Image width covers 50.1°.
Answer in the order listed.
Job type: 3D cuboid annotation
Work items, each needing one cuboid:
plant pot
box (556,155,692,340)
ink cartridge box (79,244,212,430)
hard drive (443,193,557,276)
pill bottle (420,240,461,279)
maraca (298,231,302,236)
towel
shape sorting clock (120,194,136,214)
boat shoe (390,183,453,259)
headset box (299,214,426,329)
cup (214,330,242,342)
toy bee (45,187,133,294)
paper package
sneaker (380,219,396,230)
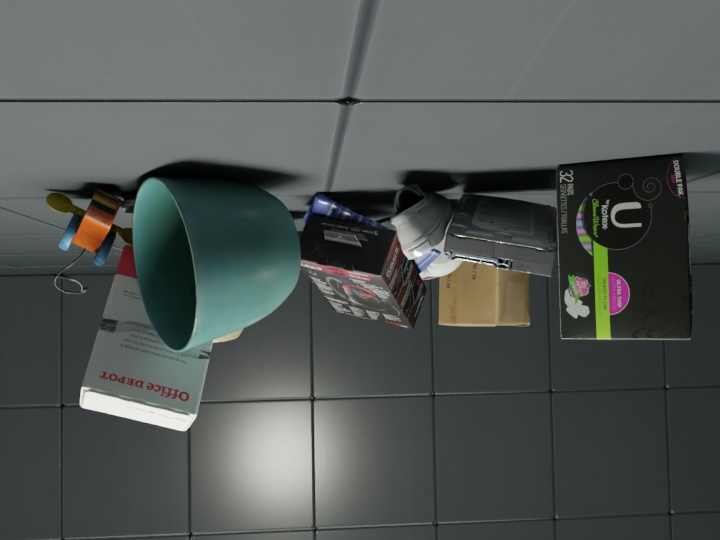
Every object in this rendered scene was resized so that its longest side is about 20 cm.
[{"bbox_3d":[-0.169,-0.018,0.942,0.158,0.206,0.199,-11,-177,-35],"label":"plant pot"},{"bbox_3d":[0.317,-0.021,0.922,0.145,0.205,0.124,-3,177,24],"label":"box"},{"bbox_3d":[-0.268,0.090,1.005,0.142,0.204,0.084,17,149,-16],"label":"ink cartridge box"},{"bbox_3d":[0.187,-0.053,1.007,0.136,0.039,0.200,10,-157,11],"label":"hard drive"},{"bbox_3d":[0.117,-0.045,1.260,0.109,0.115,0.200,-1,178,-2],"label":"pill bottle"},{"bbox_3d":[-0.029,-0.044,1.324,0.135,0.110,0.199,10,-174,-34],"label":"maraca"},{"bbox_3d":[0.011,-0.050,1.145,0.196,0.024,0.145,24,162,-6],"label":"towel"},{"bbox_3d":[-0.240,-0.083,1.092,0.195,0.040,0.200,-1,177,0],"label":"shape sorting clock"},{"bbox_3d":[0.072,-0.077,1.000,0.071,0.069,0.200,-25,-166,23],"label":"boat shoe"},{"bbox_3d":[0.000,0.000,1.132,0.146,0.076,0.201,11,157,26],"label":"headset box"},{"bbox_3d":[-0.238,0.031,1.187,0.195,0.147,0.200,-1,-174,0],"label":"cup"},{"bbox_3d":[-0.368,-0.064,1.043,0.197,0.111,0.131,-19,136,35],"label":"toy bee"},{"bbox_3d":[0.255,0.013,1.599,0.102,0.205,0.189,1,177,-35],"label":"paper package"},{"bbox_3d":[0.046,-0.053,1.458,0.069,0.075,0.199,4,175,-26],"label":"sneaker"}]
